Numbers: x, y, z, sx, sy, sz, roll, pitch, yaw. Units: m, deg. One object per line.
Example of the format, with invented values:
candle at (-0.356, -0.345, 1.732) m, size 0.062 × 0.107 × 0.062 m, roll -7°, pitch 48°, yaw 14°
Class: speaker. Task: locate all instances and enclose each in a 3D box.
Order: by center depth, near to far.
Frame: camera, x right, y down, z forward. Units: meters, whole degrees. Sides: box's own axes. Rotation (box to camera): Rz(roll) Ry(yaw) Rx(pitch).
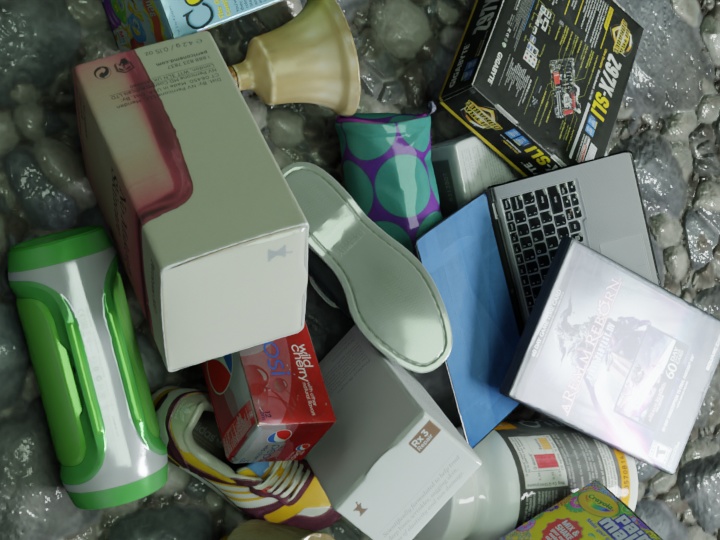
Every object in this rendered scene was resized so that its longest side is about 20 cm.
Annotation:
speaker at (-0.203, 0.072, 1.168) m, size 0.088 × 0.088 × 0.201 m, roll -18°, pitch 100°, yaw -30°

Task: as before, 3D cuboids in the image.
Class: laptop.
laptop at (0.160, 0.023, 1.312) m, size 0.199 × 0.116 × 0.188 m, roll -14°, pitch 106°, yaw 3°

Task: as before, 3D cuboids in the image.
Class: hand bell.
hand bell at (-0.111, -0.149, 1.239) m, size 0.199 × 0.104 × 0.105 m, roll -17°, pitch 99°, yaw -17°

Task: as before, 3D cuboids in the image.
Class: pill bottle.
pill bottle at (0.134, 0.188, 1.360) m, size 0.199 × 0.116 × 0.117 m, roll 1°, pitch 90°, yaw -32°

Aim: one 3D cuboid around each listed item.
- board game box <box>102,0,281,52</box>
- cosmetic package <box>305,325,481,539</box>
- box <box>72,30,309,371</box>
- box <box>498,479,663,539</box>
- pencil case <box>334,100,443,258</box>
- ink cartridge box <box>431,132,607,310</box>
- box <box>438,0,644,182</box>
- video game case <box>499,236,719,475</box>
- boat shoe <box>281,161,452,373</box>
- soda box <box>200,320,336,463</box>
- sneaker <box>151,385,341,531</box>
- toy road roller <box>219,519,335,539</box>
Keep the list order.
board game box at (-0.100, -0.253, 1.218) m, size 0.199 × 0.103 × 0.105 m, roll -26°, pitch 105°, yaw -29°
cosmetic package at (0.011, 0.128, 1.222) m, size 0.074 × 0.200 × 0.102 m, roll 41°, pitch 95°, yaw -24°
box at (-0.124, -0.051, 1.124) m, size 0.108 × 0.128 × 0.201 m, roll -17°, pitch 55°, yaw -16°
box at (0.218, 0.315, 1.267) m, size 0.122 × 0.200 × 0.193 m, roll -28°, pitch 126°, yaw -15°
pencil case at (0.035, -0.037, 1.315) m, size 0.092 × 0.085 × 0.201 m, roll -33°, pitch 115°, yaw -73°
ink cartridge box at (0.153, -0.056, 1.420) m, size 0.200 × 0.057 × 0.164 m, roll -22°, pitch 102°, yaw -44°
box at (0.165, -0.185, 1.387) m, size 0.159 × 0.049 × 0.201 m, roll 38°, pitch 57°, yaw -27°
video game case at (0.222, 0.076, 1.338) m, size 0.199 × 0.019 × 0.144 m, roll 26°, pitch 84°, yaw -30°
boat shoe at (0.000, 0.000, 1.254) m, size 0.075 × 0.060 × 0.200 m, roll -33°, pitch 83°, yaw -14°
soda box at (-0.085, 0.046, 1.198) m, size 0.070 × 0.063 × 0.201 m, roll 1°, pitch 56°, yaw -32°
sneaker at (-0.080, 0.158, 1.243) m, size 0.199 × 0.090 × 0.075 m, roll 30°, pitch 76°, yaw -28°
toy road roller at (-0.024, 0.287, 1.267) m, size 0.146 × 0.122 × 0.201 m, roll -23°, pitch 108°, yaw -42°
